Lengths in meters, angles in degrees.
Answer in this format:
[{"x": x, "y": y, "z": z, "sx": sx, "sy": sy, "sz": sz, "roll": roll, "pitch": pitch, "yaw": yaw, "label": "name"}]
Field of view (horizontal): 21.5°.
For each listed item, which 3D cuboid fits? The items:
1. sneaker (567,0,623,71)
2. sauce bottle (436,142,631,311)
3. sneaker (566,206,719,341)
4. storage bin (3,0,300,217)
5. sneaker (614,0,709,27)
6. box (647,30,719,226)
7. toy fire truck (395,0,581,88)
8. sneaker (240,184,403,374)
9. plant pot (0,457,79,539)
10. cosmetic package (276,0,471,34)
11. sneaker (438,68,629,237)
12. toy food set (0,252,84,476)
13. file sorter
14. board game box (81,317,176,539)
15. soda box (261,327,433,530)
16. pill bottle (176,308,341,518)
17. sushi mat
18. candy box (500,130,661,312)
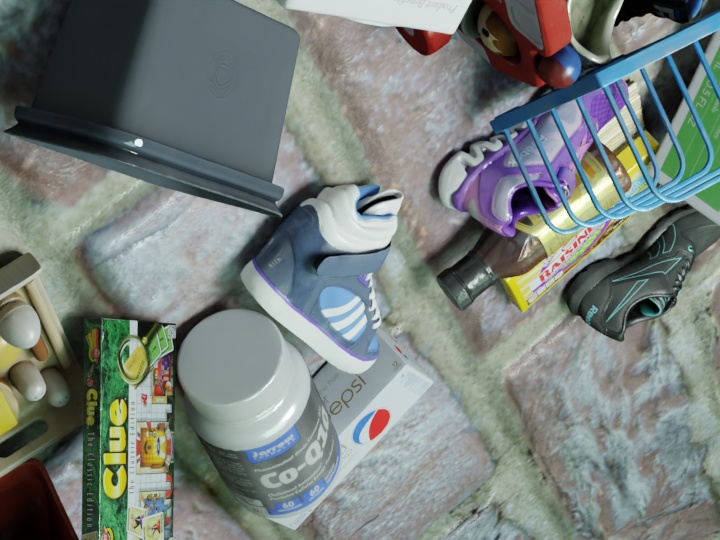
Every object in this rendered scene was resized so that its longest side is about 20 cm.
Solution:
[{"x": 0.185, "y": -0.252, "z": 1.485, "sx": 0.067, "sy": 0.090, "sz": 0.202, "roll": 3, "pitch": 105, "yaw": -33, "label": "sneaker"}, {"x": 0.159, "y": -0.039, "z": 1.753, "sx": 0.200, "sy": 0.066, "sz": 0.066, "roll": -39, "pitch": 147, "yaw": -7, "label": "sauce bottle"}, {"x": 0.311, "y": 0.007, "z": 1.974, "sx": 0.199, "sy": 0.079, "sz": 0.076, "roll": -33, "pitch": 146, "yaw": -17, "label": "sneaker"}, {"x": -0.137, "y": -0.130, "z": 1.324, "sx": 0.199, "sy": 0.145, "sz": 0.135, "roll": 19, "pitch": 86, "yaw": -53, "label": "storage bin"}, {"x": 0.217, "y": -0.226, "z": 1.585, "sx": 0.200, "sy": 0.112, "sz": 0.073, "roll": -42, "pitch": 144, "yaw": -2, "label": "sneaker"}, {"x": 0.415, "y": -0.147, "z": 1.794, "sx": 0.199, "sy": 0.171, "sz": 0.200, "roll": -26, "pitch": 146, "yaw": -47, "label": "box"}, {"x": 0.099, "y": -0.214, "z": 1.425, "sx": 0.112, "sy": 0.168, "sz": 0.201, "roll": -35, "pitch": 146, "yaw": -11, "label": "toy fire truck"}, {"x": 0.000, "y": 0.000, "z": 1.640, "sx": 0.146, "sy": 0.081, "sz": 0.200, "roll": -43, "pitch": 141, "yaw": 8, "label": "sneaker"}, {"x": -0.303, "y": 0.308, "z": 1.570, "sx": 0.199, "sy": 0.201, "sz": 0.177, "roll": -26, "pitch": 159, "yaw": -10, "label": "plant pot"}, {"x": 0.006, "y": -0.289, "z": 1.249, "sx": 0.167, "sy": 0.166, "sz": 0.201, "roll": 2, "pitch": 126, "yaw": -46, "label": "cosmetic package"}, {"x": 0.170, "y": -0.100, "z": 1.699, "sx": 0.200, "sy": 0.089, "sz": 0.081, "roll": -37, "pitch": 147, "yaw": -10, "label": "sneaker"}, {"x": -0.284, "y": 0.087, "z": 1.464, "sx": 0.143, "sy": 0.060, "sz": 0.201, "roll": -33, "pitch": 145, "yaw": -15, "label": "toy food set"}, {"x": 0.227, "y": -0.116, "z": 1.581, "sx": 0.138, "sy": 0.123, "sz": 0.200, "roll": -26, "pitch": -177, "yaw": -22, "label": "file sorter"}, {"x": -0.187, "y": 0.141, "z": 1.534, "sx": 0.104, "sy": 0.023, "sz": 0.202, "roll": 6, "pitch": 83, "yaw": -58, "label": "board game box"}, {"x": -0.029, "y": 0.147, "z": 1.788, "sx": 0.200, "sy": 0.068, "sz": 0.064, "roll": -47, "pitch": 147, "yaw": 5, "label": "soda box"}, {"x": -0.089, "y": 0.125, "z": 1.659, "sx": 0.113, "sy": 0.114, "sz": 0.200, "roll": -36, "pitch": 146, "yaw": -10, "label": "pill bottle"}, {"x": 0.193, "y": -0.094, "z": 1.798, "sx": 0.200, "sy": 0.012, "sz": 0.096, "roll": -38, "pitch": 146, "yaw": -6, "label": "sushi mat"}, {"x": 0.218, "y": -0.046, "z": 1.854, "sx": 0.200, "sy": 0.026, "sz": 0.102, "roll": -42, "pitch": 154, "yaw": -2, "label": "candy box"}]
